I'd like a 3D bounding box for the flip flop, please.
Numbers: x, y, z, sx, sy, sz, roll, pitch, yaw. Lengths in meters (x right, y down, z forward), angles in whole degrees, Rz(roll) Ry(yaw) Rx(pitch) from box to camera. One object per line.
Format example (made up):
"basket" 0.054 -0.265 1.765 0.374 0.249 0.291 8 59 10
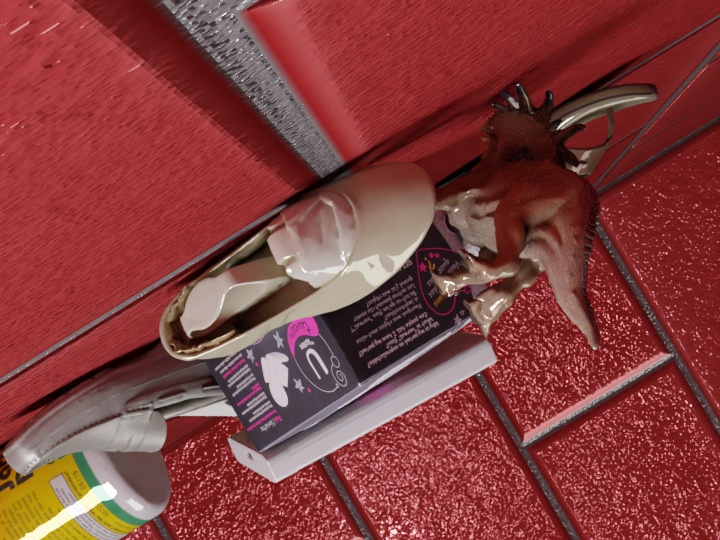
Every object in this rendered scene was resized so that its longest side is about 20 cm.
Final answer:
"flip flop" 0.157 -0.093 1.166 0.199 0.058 0.081 -32 176 9

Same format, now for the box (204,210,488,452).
"box" -0.018 0.033 1.008 0.132 0.115 0.200 -28 175 -30

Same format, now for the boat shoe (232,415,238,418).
"boat shoe" -0.067 0.080 1.439 0.199 0.057 0.067 -31 -160 -30

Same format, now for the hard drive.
"hard drive" -0.002 0.105 1.141 0.199 0.026 0.132 -28 -171 -16

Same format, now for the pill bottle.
"pill bottle" -0.263 0.193 1.146 0.199 0.113 0.113 -32 176 11

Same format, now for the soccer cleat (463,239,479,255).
"soccer cleat" 0.117 -0.043 1.321 0.085 0.069 0.200 -35 180 3

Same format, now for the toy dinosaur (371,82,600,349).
"toy dinosaur" 0.100 -0.041 0.844 0.135 0.086 0.200 -33 -142 -11

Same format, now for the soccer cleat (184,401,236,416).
"soccer cleat" -0.088 0.107 1.284 0.198 0.086 0.069 -10 139 -15

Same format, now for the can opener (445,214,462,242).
"can opener" 0.069 0.009 1.314 0.200 0.052 0.067 87 17 -62

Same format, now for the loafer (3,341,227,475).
"loafer" -0.171 0.105 1.055 0.199 0.070 0.070 -28 175 -38

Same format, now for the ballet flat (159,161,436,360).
"ballet flat" -0.044 -0.001 0.821 0.199 0.070 0.069 -34 175 32
